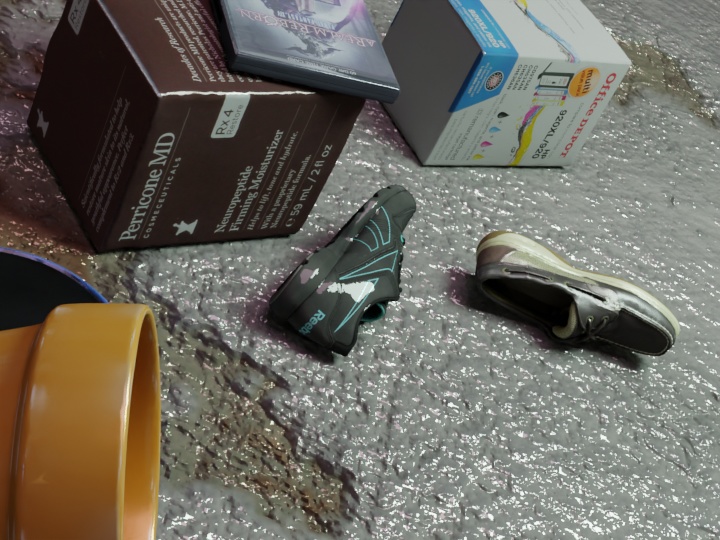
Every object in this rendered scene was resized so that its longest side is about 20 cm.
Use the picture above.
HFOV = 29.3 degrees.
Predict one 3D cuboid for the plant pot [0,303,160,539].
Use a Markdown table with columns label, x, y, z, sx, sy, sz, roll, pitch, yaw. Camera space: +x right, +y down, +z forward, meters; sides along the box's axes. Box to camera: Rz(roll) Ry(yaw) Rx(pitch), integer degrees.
| label | x | y | z | sx | sy | sz | roll | pitch | yaw |
| --- | --- | --- | --- | --- | --- | --- | --- | --- | --- |
| plant pot | -0.214 | 0.117 | 0.780 | 0.182 | 0.201 | 0.201 | 2 | 41 | -3 |

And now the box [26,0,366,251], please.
| label | x | y | z | sx | sy | sz | roll | pitch | yaw |
| --- | --- | --- | --- | --- | --- | --- | --- | --- | --- |
| box | -0.137 | -0.134 | 1.135 | 0.199 | 0.166 | 0.164 | -7 | 50 | -38 |

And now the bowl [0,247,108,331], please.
| label | x | y | z | sx | sy | sz | roll | pitch | yaw |
| --- | --- | --- | --- | --- | --- | --- | --- | --- | --- |
| bowl | -0.248 | 0.060 | 0.940 | 0.200 | 0.039 | 0.201 | 17 | 38 | -14 |

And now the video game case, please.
| label | x | y | z | sx | sy | sz | roll | pitch | yaw |
| --- | --- | --- | --- | --- | --- | --- | --- | --- | --- |
| video game case | -0.056 | -0.215 | 1.130 | 0.142 | 0.019 | 0.200 | 9 | 39 | -26 |

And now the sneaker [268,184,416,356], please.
| label | x | y | z | sx | sy | sz | roll | pitch | yaw |
| --- | --- | --- | --- | --- | --- | --- | --- | --- | --- |
| sneaker | 0.000 | 0.000 | 1.159 | 0.079 | 0.075 | 0.200 | 43 | 45 | 0 |

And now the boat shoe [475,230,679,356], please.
| label | x | y | z | sx | sy | sz | roll | pitch | yaw |
| --- | --- | --- | --- | --- | --- | --- | --- | --- | --- |
| boat shoe | 0.190 | 0.035 | 1.237 | 0.199 | 0.073 | 0.065 | 23 | 48 | -2 |

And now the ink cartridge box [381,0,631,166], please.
| label | x | y | z | sx | sy | sz | roll | pitch | yaw |
| --- | --- | --- | --- | --- | --- | --- | --- | --- | --- |
| ink cartridge box | 0.141 | -0.206 | 1.417 | 0.199 | 0.147 | 0.145 | -2 | 47 | -34 |
